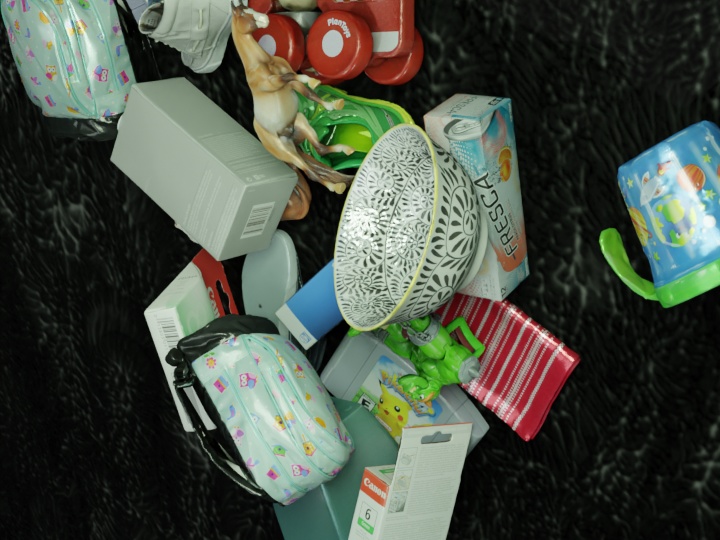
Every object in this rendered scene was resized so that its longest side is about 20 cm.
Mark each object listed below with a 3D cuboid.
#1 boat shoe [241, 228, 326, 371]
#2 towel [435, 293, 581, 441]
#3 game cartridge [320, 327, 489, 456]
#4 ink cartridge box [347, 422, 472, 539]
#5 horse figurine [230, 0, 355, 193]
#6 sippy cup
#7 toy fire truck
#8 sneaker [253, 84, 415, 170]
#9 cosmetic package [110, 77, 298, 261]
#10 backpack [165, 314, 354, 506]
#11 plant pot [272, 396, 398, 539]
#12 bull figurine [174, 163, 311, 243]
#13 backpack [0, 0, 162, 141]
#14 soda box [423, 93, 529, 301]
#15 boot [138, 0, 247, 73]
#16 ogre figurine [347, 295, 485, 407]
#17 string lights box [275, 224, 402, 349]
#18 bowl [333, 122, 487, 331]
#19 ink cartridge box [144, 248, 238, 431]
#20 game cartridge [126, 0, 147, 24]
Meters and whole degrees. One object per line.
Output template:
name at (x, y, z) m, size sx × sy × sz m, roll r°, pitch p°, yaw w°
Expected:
boat shoe at (-0.087, 0.041, 1.571) m, size 0.071 × 0.091 × 0.201 m, roll 15°, pitch 111°, yaw 32°
towel at (0.134, 0.084, 1.453) m, size 0.200 × 0.022 × 0.145 m, roll 38°, pitch 134°, yaw 15°
game cartridge at (0.050, 0.149, 1.557) m, size 0.200 × 0.040 × 0.133 m, roll 41°, pitch 132°, yaw 11°
ink cartridge box at (0.052, 0.257, 1.493) m, size 0.050 × 0.109 × 0.201 m, roll 28°, pitch 110°, yaw 48°
horse figurine at (-0.065, -0.150, 1.266) m, size 0.132 × 0.050 × 0.200 m, roll 30°, pitch 152°, yaw 33°
sippy cup at (0.294, -0.055, 1.161) m, size 0.178 × 0.140 × 0.131 m, roll -29°, pitch 85°, yaw 8°
toy fire truck at (-0.027, -0.270, 1.310) m, size 0.200 × 0.112 × 0.168 m, roll 6°, pitch 97°, yaw 36°
sneaker at (-0.038, -0.151, 1.396) m, size 0.200 × 0.084 × 0.074 m, roll 11°, pitch 121°, yaw 33°
cosmetic package at (-0.175, -0.114, 1.456) m, size 0.200 × 0.090 × 0.107 m, roll 45°, pitch 128°, yaw 26°
backpack at (-0.099, 0.149, 1.434) m, size 0.126 × 0.167 × 0.200 m, roll -36°, pitch 72°, yaw 15°
plant pot at (-0.022, 0.257, 1.585) m, size 0.141 × 0.141 × 0.200 m, roll 6°, pitch 124°, yaw 50°
bull figurine at (-0.139, -0.094, 1.530) m, size 0.200 × 0.065 × 0.122 m, roll -8°, pitch 105°, yaw 37°
backpack at (-0.329, -0.253, 1.542) m, size 0.167 × 0.127 × 0.200 m, roll 7°, pitch 118°, yaw 40°
soda box at (0.118, -0.072, 1.334) m, size 0.068 × 0.064 × 0.200 m, roll 10°, pitch 124°, yaw 35°
boot at (-0.188, -0.262, 1.402) m, size 0.200 × 0.095 × 0.074 m, roll 139°, pitch 122°, yaw -66°
ogre figurine at (0.064, 0.074, 1.408) m, size 0.120 × 0.098 × 0.200 m, roll 42°, pitch 150°, yaw -6°
string lights box at (0.000, 0.000, 1.450) m, size 0.059 × 0.103 × 0.200 m, roll 50°, pitch 137°, yaw 1°
bowl at (0.060, -0.032, 1.270) m, size 0.094 × 0.201 × 0.201 m, roll 14°, pitch 142°, yaw -24°
ink cartridge box at (-0.175, 0.071, 1.586) m, size 0.050 × 0.200 × 0.161 m, roll -6°, pitch 114°, yaw 24°
game cartridge at (-0.204, -0.354, 1.440) m, size 0.200 × 0.038 × 0.130 m, roll -13°, pitch 112°, yaw 44°
